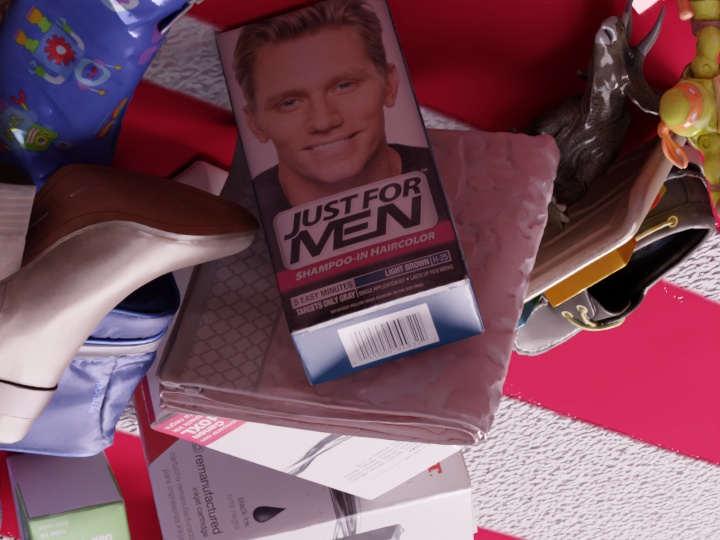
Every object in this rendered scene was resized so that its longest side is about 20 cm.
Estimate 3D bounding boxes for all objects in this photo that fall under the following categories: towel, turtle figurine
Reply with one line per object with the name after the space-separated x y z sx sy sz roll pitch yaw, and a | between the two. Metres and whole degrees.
0.000 0.000 1.557 0.190 0.201 0.032 5 145 17 | towel
0.215 -0.086 1.624 0.064 0.201 0.161 -14 175 39 | turtle figurine

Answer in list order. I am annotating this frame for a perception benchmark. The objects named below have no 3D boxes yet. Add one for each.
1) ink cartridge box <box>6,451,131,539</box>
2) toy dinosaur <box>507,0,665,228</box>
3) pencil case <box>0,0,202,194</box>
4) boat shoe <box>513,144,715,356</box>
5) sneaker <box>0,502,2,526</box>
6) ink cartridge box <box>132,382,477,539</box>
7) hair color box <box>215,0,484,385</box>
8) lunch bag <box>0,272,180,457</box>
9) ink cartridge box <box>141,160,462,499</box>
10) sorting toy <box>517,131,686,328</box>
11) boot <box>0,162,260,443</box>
-0.180 0.227 1.870 0.067 0.117 0.201 -11 109 -11 | ink cartridge box
0.119 -0.070 1.662 0.102 0.077 0.200 -36 172 -28 | toy dinosaur
-0.141 -0.119 1.466 0.087 0.078 0.200 36 137 1 | pencil case
0.152 0.001 1.807 0.071 0.061 0.201 7 142 -33 | boat shoe
-0.331 0.191 1.877 0.199 0.073 0.085 -27 149 20 | sneaker
-0.037 0.119 1.828 0.199 0.145 0.084 -13 148 -6 | ink cartridge box
-0.008 -0.048 1.524 0.100 0.201 0.061 -17 148 2 | hair color box
-0.209 0.008 1.581 0.199 0.136 0.133 6 127 -33 | lunch bag
-0.042 0.040 1.700 0.084 0.145 0.200 -33 144 29 | ink cartridge box
0.115 -0.011 1.690 0.200 0.037 0.185 -37 -172 27 | sorting toy
-0.162 0.021 1.485 0.199 0.070 0.147 9 112 -31 | boot
